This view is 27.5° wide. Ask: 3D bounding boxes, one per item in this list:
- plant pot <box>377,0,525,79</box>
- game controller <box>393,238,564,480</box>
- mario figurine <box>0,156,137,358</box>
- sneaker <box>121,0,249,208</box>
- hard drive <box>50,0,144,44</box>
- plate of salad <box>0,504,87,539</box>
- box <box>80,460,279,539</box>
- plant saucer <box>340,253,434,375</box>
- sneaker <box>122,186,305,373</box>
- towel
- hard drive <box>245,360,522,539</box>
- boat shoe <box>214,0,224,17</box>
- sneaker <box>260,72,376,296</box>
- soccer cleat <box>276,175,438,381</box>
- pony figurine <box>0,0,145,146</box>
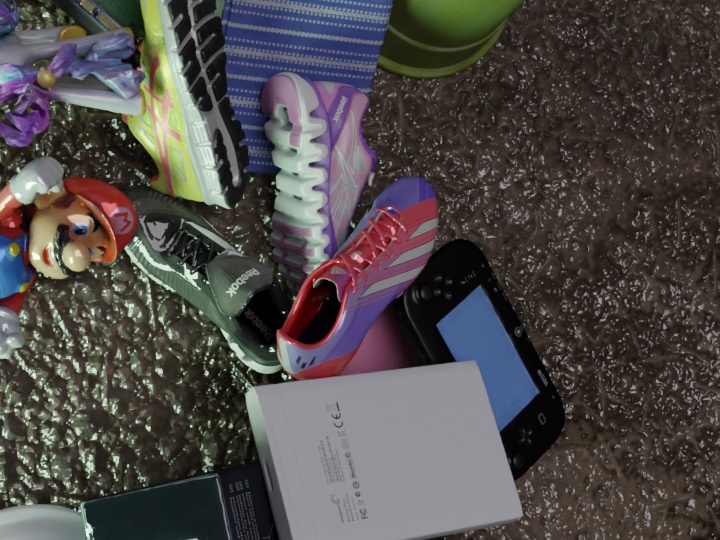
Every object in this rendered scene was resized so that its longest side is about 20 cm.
[{"bbox_3d":[0.085,-0.278,1.236,0.198,0.190,0.202,2,85,-22],"label":"plant pot"},{"bbox_3d":[0.102,0.075,1.237,0.104,0.042,0.201,-36,105,-26],"label":"game controller"},{"bbox_3d":[-0.259,-0.008,1.106,0.199,0.124,0.107,-23,74,-18],"label":"mario figurine"},{"bbox_3d":[-0.152,-0.138,1.148,0.078,0.090,0.201,-54,140,-55],"label":"sneaker"},{"bbox_3d":[-0.194,-0.294,1.167,0.140,0.038,0.201,38,64,-39],"label":"hard drive"},{"bbox_3d":[-0.256,0.278,1.122,0.199,0.048,0.202,0,91,-32],"label":"plate of salad"},{"bbox_3d":[-0.110,0.225,1.088,0.106,0.200,0.150,-13,83,11],"label":"box"},{"bbox_3d":[0.042,0.087,1.255,0.199,0.051,0.202,2,86,-29],"label":"plant saucer"},{"bbox_3d":[-0.113,0.004,1.181,0.200,0.090,0.067,45,70,-13],"label":"sneaker"},{"bbox_3d":[-0.055,-0.172,1.204,0.144,0.024,0.201,3,120,-24],"label":"towel"},{"bbox_3d":[0.019,0.142,1.124,0.199,0.027,0.133,-5,68,-29],"label":"hard drive"},{"bbox_3d":[-0.072,-0.257,1.236,0.060,0.073,0.202,10,88,-60],"label":"boat shoe"},{"bbox_3d":[-0.025,-0.067,1.212,0.088,0.080,0.202,-14,113,-32],"label":"sneaker"},{"bbox_3d":[0.000,0.000,1.159,0.066,0.077,0.201,25,70,25],"label":"soccer cleat"},{"bbox_3d":[-0.263,-0.144,1.079,0.198,0.193,0.168,-2,104,-25],"label":"pony figurine"}]
